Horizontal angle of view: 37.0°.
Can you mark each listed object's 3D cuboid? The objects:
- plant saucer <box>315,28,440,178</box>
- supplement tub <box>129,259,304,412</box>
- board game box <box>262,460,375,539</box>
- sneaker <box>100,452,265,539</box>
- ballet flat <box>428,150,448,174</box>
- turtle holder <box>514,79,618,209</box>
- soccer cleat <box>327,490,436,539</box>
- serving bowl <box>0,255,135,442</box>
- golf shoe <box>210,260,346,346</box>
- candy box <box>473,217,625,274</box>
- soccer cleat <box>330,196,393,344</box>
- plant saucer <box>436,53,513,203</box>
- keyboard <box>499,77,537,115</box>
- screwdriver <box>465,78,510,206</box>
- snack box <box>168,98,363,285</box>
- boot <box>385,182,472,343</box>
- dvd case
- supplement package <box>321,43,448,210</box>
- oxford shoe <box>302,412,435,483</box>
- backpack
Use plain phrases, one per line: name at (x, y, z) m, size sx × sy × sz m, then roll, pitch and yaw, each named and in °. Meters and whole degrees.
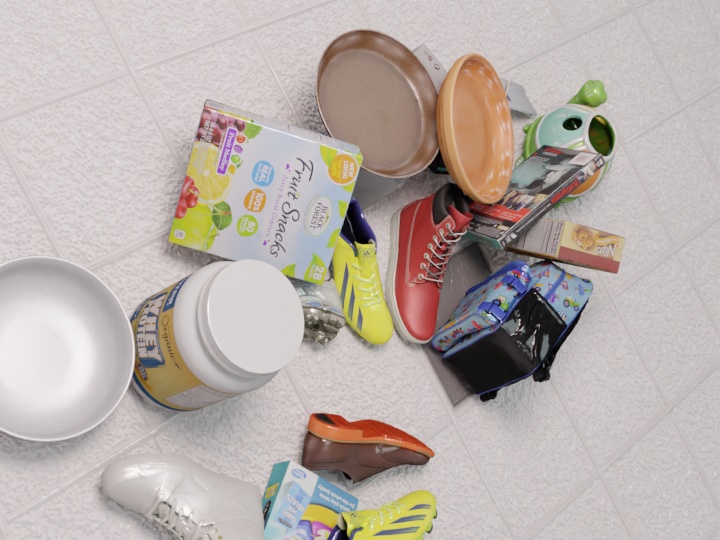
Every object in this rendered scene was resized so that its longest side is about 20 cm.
plant saucer at (0.021, -0.211, 1.384) m, size 0.198 × 0.032 × 0.203 m, roll 11°, pitch 68°, yaw -30°
supplement tub at (-0.166, 0.073, 1.204) m, size 0.143 × 0.199 × 0.147 m, roll 14°, pitch 67°, yaw -34°
board game box at (-0.068, 0.353, 1.282) m, size 0.150 × 0.047 × 0.202 m, roll 33°, pitch 59°, yaw -21°
sneaker at (-0.187, 0.275, 1.183) m, size 0.198 × 0.074 × 0.116 m, roll 19°, pitch 29°, yaw -28°
ballet flat at (0.166, -0.212, 1.601) m, size 0.201 × 0.068 × 0.068 m, roll -58°, pitch 153°, yaw -27°
turtle holder at (0.341, -0.197, 1.677) m, size 0.185 × 0.131 × 0.142 m, roll -38°, pitch 97°, yaw -35°
soccer cleat at (0.016, 0.310, 1.274) m, size 0.199 × 0.064 × 0.084 m, roll -33°, pitch 94°, yaw -37°
serving bowl at (-0.349, 0.089, 1.164) m, size 0.198 × 0.066 × 0.203 m, roll 11°, pitch 69°, yaw -31°
golf shoe at (-0.110, 0.021, 1.357) m, size 0.198 × 0.078 × 0.098 m, roll 25°, pitch 43°, yaw -28°
candy box at (0.266, -0.043, 1.535) m, size 0.114 × 0.199 × 0.056 m, roll 12°, pitch 91°, yaw -30°
soccer cleat at (-0.001, 0.000, 1.415) m, size 0.064 × 0.083 × 0.203 m, roll -18°, pitch 86°, yaw -36°
plant saucer at (0.153, -0.190, 1.455) m, size 0.199 × 0.037 × 0.204 m, roll 11°, pitch 77°, yaw -57°
keyboard at (0.218, -0.270, 1.640) m, size 0.199 × 0.011 × 0.057 m, roll -2°, pitch 66°, yaw -58°
screwdriver at (0.190, -0.179, 1.559) m, size 0.028 × 0.202 × 0.029 m, roll -3°, pitch 32°, yaw -39°
snack box at (-0.115, -0.093, 1.294) m, size 0.197 × 0.068 × 0.171 m, roll 15°, pitch 107°, yaw -11°
boot at (0.100, -0.010, 1.449) m, size 0.072 × 0.144 × 0.203 m, roll 9°, pitch 71°, yaw -31°
dvd case at (0.233, -0.108, 1.525) m, size 0.199 × 0.146 × 0.022 m, roll -40°, pitch 114°, yaw -13°
supplement package at (0.041, -0.196, 1.485) m, size 0.118 × 0.116 × 0.200 m, roll 49°, pitch 55°, yaw -11°
oxford shoe at (0.008, 0.233, 1.372) m, size 0.198 × 0.071 × 0.074 m, roll 16°, pitch 95°, yaw -32°
backpack at (0.218, 0.060, 1.480) m, size 0.135 × 0.182 × 0.200 m, roll 46°, pitch 61°, yaw -5°
